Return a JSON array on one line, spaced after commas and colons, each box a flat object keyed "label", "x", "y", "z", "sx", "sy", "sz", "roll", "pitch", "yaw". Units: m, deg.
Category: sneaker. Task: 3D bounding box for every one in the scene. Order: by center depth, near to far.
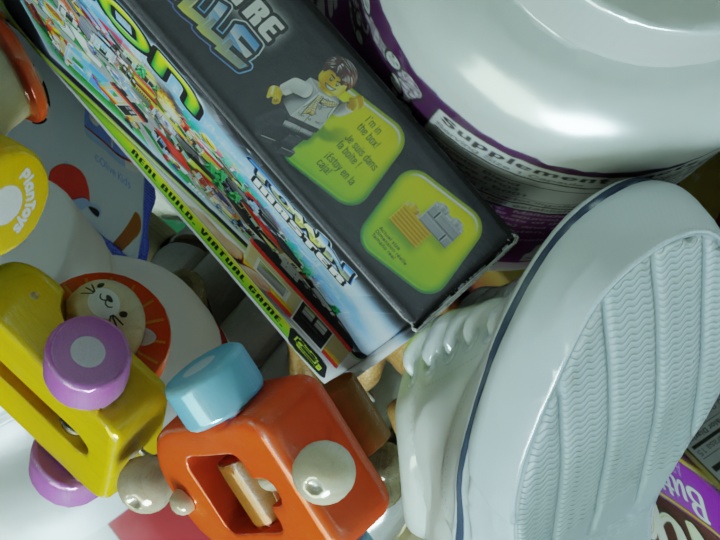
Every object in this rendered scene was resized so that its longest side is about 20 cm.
[{"label": "sneaker", "x": 0.039, "y": 0.034, "z": 0.730, "sx": 0.071, "sy": 0.073, "sz": 0.200, "roll": 50, "pitch": 153, "yaw": 24}]

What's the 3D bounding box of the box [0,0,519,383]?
[{"label": "box", "x": -0.051, "y": -0.063, "z": 0.718, "sx": 0.200, "sy": 0.035, "sz": 0.110, "roll": 49, "pitch": 166, "yaw": 0}]

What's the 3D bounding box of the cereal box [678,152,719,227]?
[{"label": "cereal box", "x": 0.067, "y": -0.016, "z": 1.003, "sx": 0.144, "sy": 0.040, "sz": 0.200, "roll": 31, "pitch": 166, "yaw": -3}]

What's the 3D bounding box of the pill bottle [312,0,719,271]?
[{"label": "pill bottle", "x": 0.049, "y": -0.071, "z": 0.700, "sx": 0.112, "sy": 0.113, "sz": 0.200, "roll": 30, "pitch": 165, "yaw": -3}]

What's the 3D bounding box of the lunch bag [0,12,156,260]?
[{"label": "lunch bag", "x": -0.163, "y": -0.079, "z": 0.941, "sx": 0.200, "sy": 0.124, "sz": 0.170, "roll": 50, "pitch": -176, "yaw": 37}]

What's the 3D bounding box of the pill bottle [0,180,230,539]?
[{"label": "pill bottle", "x": -0.074, "y": 0.070, "z": 0.892, "sx": 0.112, "sy": 0.112, "sz": 0.200, "roll": 14, "pitch": 147, "yaw": 45}]

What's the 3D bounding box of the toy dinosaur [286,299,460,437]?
[{"label": "toy dinosaur", "x": 0.000, "y": 0.000, "z": 0.866, "sx": 0.200, "sy": 0.060, "sz": 0.106, "roll": 48, "pitch": 158, "yaw": 0}]

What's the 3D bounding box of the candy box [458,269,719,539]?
[{"label": "candy box", "x": 0.089, "y": 0.040, "z": 0.833, "sx": 0.200, "sy": 0.056, "sz": 0.117, "roll": 49, "pitch": 167, "yaw": 45}]

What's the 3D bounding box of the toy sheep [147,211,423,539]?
[{"label": "toy sheep", "x": -0.016, "y": 0.036, "z": 1.020, "sx": 0.200, "sy": 0.138, "sz": 0.138, "roll": 45, "pitch": 169, "yaw": 13}]

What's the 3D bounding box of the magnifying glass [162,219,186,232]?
[{"label": "magnifying glass", "x": -0.053, "y": -0.005, "z": 1.324, "sx": 0.079, "sy": 0.022, "sz": 0.200, "roll": 31, "pitch": 168, "yaw": -8}]

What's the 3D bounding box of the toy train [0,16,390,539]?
[{"label": "toy train", "x": -0.064, "y": -0.005, "z": 0.739, "sx": 0.200, "sy": 0.056, "sz": 0.150, "roll": 55, "pitch": 151, "yaw": -8}]
